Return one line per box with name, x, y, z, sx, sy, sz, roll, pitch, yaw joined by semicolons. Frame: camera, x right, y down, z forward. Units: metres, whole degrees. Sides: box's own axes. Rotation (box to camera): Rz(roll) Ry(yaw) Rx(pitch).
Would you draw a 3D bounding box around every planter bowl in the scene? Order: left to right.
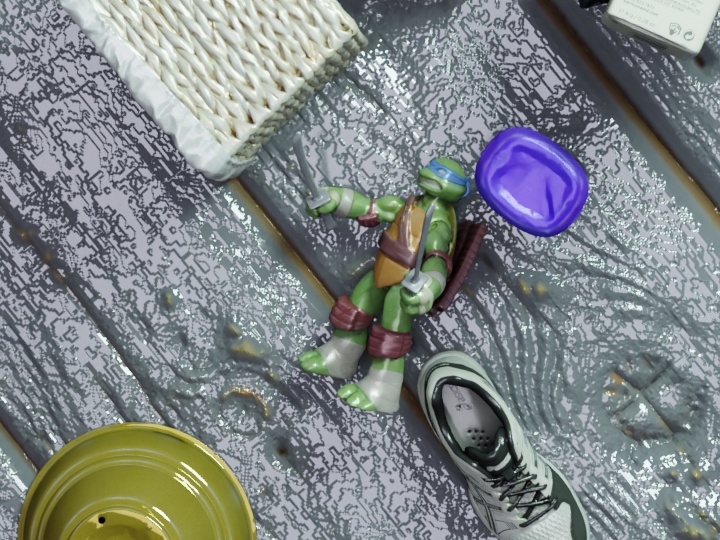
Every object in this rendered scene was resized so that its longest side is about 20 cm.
planter bowl;-0.185;0.227;1.690;0.198;0.083;0.203;0;95;3

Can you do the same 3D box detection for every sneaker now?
sneaker;0.108;0.157;1.664;0.075;0.088;0.201;-38;93;4

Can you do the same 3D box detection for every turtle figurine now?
turtle figurine;0.000;0.000;1.624;0.143;0.200;0.196;23;105;17

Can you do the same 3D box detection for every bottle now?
bottle;0.127;-0.069;1.588;0.083;0.200;0.066;37;95;0

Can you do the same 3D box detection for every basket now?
basket;-0.111;-0.190;1.598;0.161;0.198;0.200;-40;90;3

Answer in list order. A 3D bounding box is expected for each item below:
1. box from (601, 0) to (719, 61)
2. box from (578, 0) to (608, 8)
box;0.228;-0.244;1.393;0.068;0.082;0.202;24;95;2
box;0.227;-0.249;1.568;0.140;0.200;0.080;-14;93;3
